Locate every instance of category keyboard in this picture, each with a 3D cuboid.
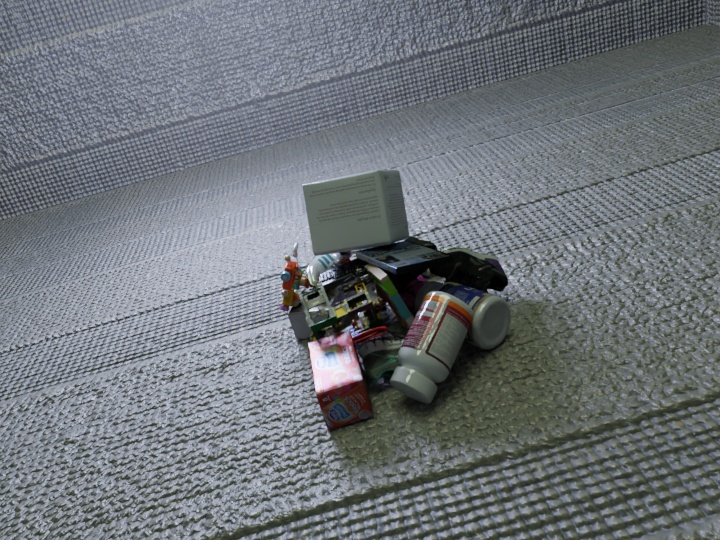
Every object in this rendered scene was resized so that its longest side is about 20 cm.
[{"bbox_3d":[0.000,0.000,1.613,0.198,0.021,0.127,-23,32,-1],"label":"keyboard"}]

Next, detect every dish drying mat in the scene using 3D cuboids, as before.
[{"bbox_3d":[0.022,0.138,1.470,0.076,0.018,0.200,-23,-6,0],"label":"dish drying mat"}]

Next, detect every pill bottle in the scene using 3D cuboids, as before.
[{"bbox_3d":[0.140,0.152,1.370,0.109,0.110,0.201,11,64,42],"label":"pill bottle"},{"bbox_3d":[0.219,0.091,1.514,0.115,0.117,0.199,-31,30,-30],"label":"pill bottle"}]

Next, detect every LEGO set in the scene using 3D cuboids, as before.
[{"bbox_3d":[-0.050,0.077,1.526,0.198,0.154,0.117,-27,56,4],"label":"LEGO set"}]

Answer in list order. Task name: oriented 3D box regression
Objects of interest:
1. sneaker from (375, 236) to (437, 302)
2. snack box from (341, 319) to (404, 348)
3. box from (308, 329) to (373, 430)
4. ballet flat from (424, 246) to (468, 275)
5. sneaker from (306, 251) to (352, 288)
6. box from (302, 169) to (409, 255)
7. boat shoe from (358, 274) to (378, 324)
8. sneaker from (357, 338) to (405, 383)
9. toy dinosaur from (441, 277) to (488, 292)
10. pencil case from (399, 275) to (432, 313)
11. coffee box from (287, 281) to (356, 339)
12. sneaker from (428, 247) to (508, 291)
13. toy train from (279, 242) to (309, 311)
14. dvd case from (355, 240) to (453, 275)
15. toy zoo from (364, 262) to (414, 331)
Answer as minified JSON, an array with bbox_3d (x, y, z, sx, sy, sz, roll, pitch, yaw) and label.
[{"bbox_3d":[0.109,-0.006,1.629,0.090,0.076,0.201,5,50,46],"label":"sneaker"},{"bbox_3d":[0.039,0.162,1.574,0.072,0.025,0.199,-31,31,-27],"label":"snack box"},{"bbox_3d":[-0.043,0.220,1.420,0.099,0.096,0.200,-17,26,-1],"label":"box"},{"bbox_3d":[0.195,-0.020,1.810,0.197,0.073,0.072,-10,26,11],"label":"ballet flat"},{"bbox_3d":[-0.072,-0.007,1.727,0.092,0.071,0.200,-13,22,16],"label":"sneaker"},{"bbox_3d":[-0.005,-0.140,1.657,0.197,0.174,0.200,-8,4,19],"label":"box"},{"bbox_3d":[0.029,0.039,1.665,0.070,0.069,0.201,-16,39,37],"label":"boat shoe"},{"bbox_3d":[0.095,0.192,1.445,0.197,0.078,0.092,-7,64,-7],"label":"sneaker"},{"bbox_3d":[0.253,0.043,1.628,0.198,0.078,0.102,18,24,37],"label":"toy dinosaur"},{"bbox_3d":[0.117,0.030,1.726,0.094,0.090,0.200,-51,30,6],"label":"pencil case"},{"bbox_3d":[-0.090,0.082,1.737,0.112,0.081,0.200,-6,27,20],"label":"coffee box"},{"bbox_3d":[0.252,0.005,1.563,0.198,0.076,0.088,3,40,-28],"label":"sneaker"},{"bbox_3d":[-0.153,0.015,1.671,0.055,0.152,0.200,10,21,1],"label":"toy train"},{"bbox_3d":[0.094,-0.031,1.525,0.141,0.018,0.200,-12,17,-24],"label":"dvd case"},{"bbox_3d":[0.083,0.079,1.522,0.020,0.201,0.131,-34,19,-5],"label":"toy zoo"}]
